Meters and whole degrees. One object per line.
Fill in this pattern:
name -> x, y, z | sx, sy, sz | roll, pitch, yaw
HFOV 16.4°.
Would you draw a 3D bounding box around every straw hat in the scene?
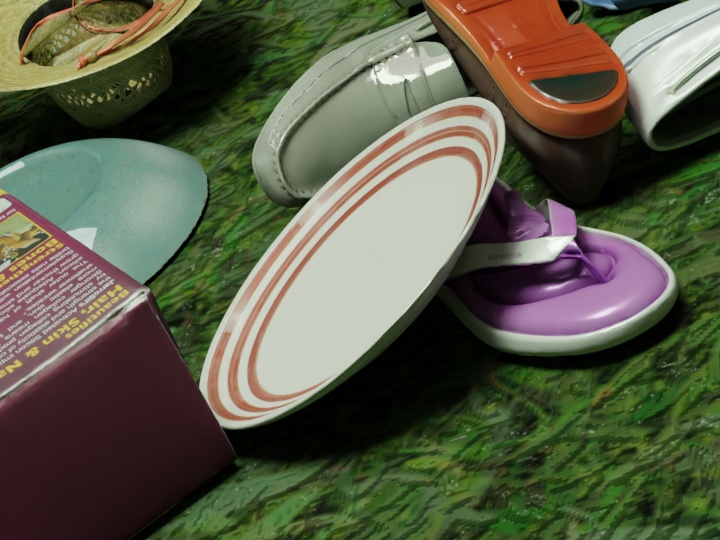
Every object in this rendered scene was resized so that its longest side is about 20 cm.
straw hat -> -0.159, -0.134, 1.516 | 0.199, 0.085, 0.202 | -16, 37, 12

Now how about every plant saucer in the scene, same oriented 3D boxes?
plant saucer -> -0.183, -0.023, 1.403 | 0.200, 0.039, 0.202 | -21, 30, 13

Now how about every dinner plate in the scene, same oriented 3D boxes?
dinner plate -> 0.000, 0.000, 1.181 | 0.200, 0.024, 0.201 | -41, 22, 21

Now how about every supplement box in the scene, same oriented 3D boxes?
supplement box -> -0.167, 0.056, 1.193 | 0.130, 0.104, 0.200 | -35, 29, -14

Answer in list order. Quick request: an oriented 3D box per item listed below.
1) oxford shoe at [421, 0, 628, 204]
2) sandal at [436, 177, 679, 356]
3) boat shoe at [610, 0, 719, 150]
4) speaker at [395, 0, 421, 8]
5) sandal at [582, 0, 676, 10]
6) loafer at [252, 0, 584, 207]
oxford shoe -> 0.072, -0.110, 1.253 | 0.071, 0.073, 0.201 | -14, 42, -12
sandal -> 0.067, -0.012, 1.161 | 0.082, 0.050, 0.202 | -37, 30, -17
boat shoe -> 0.217, -0.113, 1.197 | 0.199, 0.074, 0.067 | -28, 46, 12
speaker -> 0.102, -0.224, 1.446 | 0.199, 0.082, 0.081 | -20, 29, 12
sandal -> 0.164, -0.162, 1.307 | 0.087, 0.080, 0.200 | -35, 21, -7
loafer -> 0.031, -0.098, 1.312 | 0.200, 0.070, 0.070 | -37, 22, -18
